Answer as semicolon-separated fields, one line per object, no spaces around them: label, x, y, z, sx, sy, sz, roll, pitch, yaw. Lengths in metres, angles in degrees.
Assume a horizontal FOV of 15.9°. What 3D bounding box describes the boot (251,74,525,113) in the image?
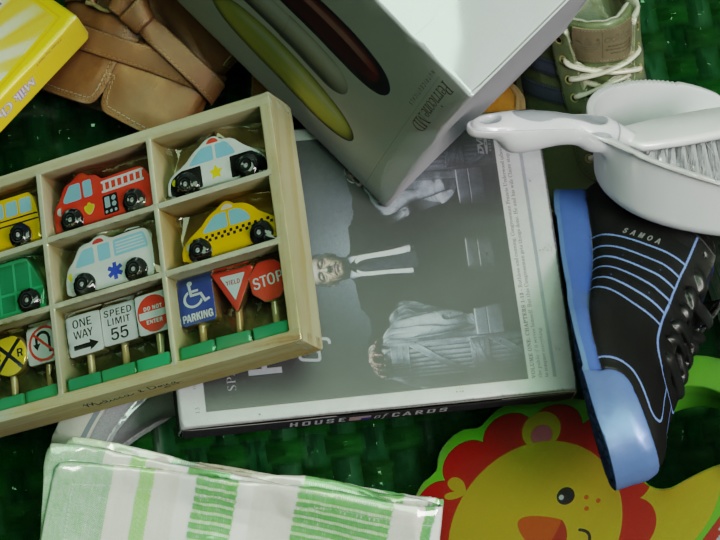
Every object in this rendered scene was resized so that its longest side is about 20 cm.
boot;0.014;-0.088;1.375;0.143;0.071;0.203;-7;72;-2

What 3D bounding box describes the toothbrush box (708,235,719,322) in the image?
toothbrush box;0.297;0.017;1.361;0.198;0.085;0.147;-17;78;-12

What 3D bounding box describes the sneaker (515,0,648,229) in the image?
sneaker;0.119;-0.106;1.373;0.067;0.090;0.202;-11;76;-11

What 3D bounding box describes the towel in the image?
towel;-0.066;0.170;1.275;0.198;0.023;0.154;8;93;0

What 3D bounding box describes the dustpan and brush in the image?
dustpan and brush;0.140;-0.061;1.282;0.198;0.058;0.140;-9;33;-22

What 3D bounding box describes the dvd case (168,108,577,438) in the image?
dvd case;0.000;0.000;1.290;0.198;0.025;0.152;-5;74;-8

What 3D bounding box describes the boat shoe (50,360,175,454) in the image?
boat shoe;-0.070;0.037;1.319;0.071;0.070;0.201;41;70;12

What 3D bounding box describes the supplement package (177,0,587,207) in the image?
supplement package;0.007;-0.169;1.222;0.200;0.191;0.147;44;72;2

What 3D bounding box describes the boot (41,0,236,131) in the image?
boot;-0.133;-0.165;1.379;0.199;0.077;0.156;28;96;19

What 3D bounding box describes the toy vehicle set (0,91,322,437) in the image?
toy vehicle set;-0.119;0.001;1.265;0.199;0.026;0.125;-16;72;21

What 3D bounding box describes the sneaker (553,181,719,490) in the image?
sneaker;0.143;0.022;1.277;0.077;0.070;0.201;-10;43;6

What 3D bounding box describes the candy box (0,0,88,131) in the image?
candy box;-0.242;-0.079;1.334;0.102;0.026;0.200;35;76;25

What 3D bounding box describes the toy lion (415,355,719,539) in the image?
toy lion;0.124;0.123;1.286;0.191;0.069;0.200;33;79;37
